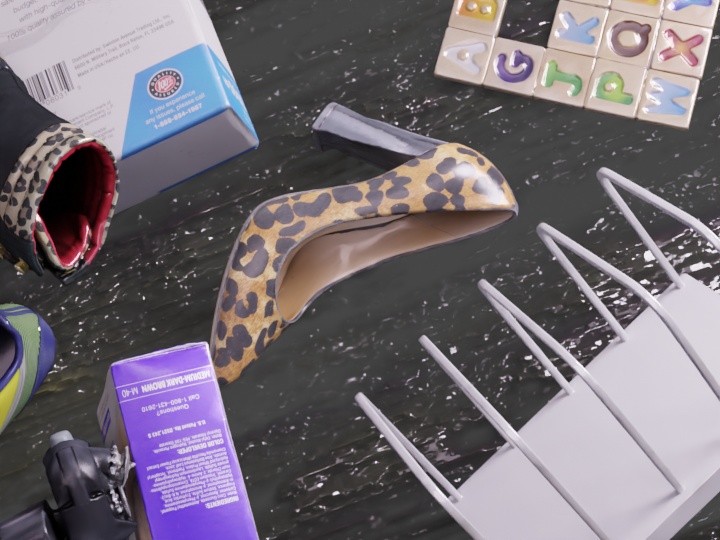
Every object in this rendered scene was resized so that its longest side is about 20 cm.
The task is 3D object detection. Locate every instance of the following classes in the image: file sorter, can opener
[{"bbox_3d":[0.118,0.061,0.750,0.200,0.139,0.125,-43,119,-1],"label":"file sorter"},{"bbox_3d":[-0.164,0.120,0.784,0.078,0.200,0.064,-9,91,-9],"label":"can opener"}]

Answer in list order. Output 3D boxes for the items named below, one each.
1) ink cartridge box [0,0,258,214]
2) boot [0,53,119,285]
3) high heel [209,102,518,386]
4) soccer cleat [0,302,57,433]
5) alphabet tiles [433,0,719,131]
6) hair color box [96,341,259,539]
[{"bbox_3d":[-0.171,-0.150,0.901,0.145,0.084,0.202,-24,74,6],"label":"ink cartridge box"},{"bbox_3d":[-0.224,-0.018,0.808,0.153,0.073,0.205,32,106,38],"label":"boot"},{"bbox_3d":[0.000,0.000,0.841,0.141,0.072,0.201,22,74,20],"label":"high heel"},{"bbox_3d":[-0.261,0.108,0.861,0.064,0.084,0.201,29,84,15],"label":"soccer cleat"},{"bbox_3d":[0.152,-0.201,0.895,0.165,0.008,0.202,14,81,13],"label":"alphabet tiles"},{"bbox_3d":[-0.099,0.156,0.802,0.064,0.109,0.202,-13,74,-19],"label":"hair color box"}]
